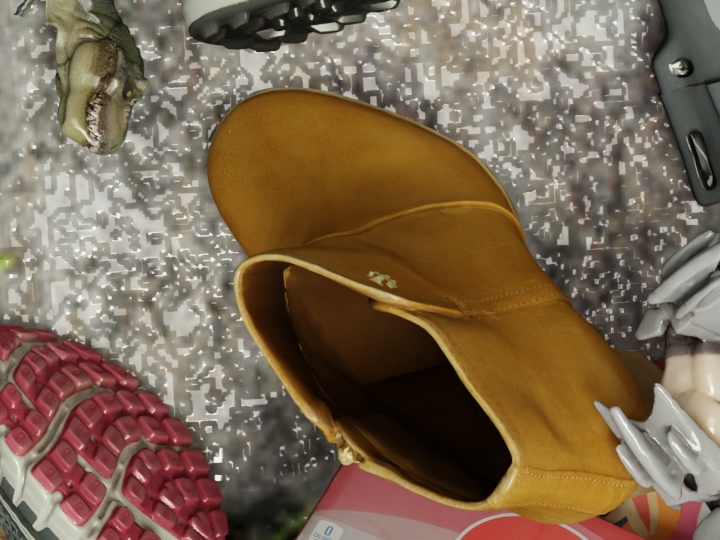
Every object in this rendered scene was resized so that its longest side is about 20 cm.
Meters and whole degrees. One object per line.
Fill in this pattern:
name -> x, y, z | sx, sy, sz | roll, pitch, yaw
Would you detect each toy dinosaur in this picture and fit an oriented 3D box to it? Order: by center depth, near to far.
toy dinosaur -> -0.109, -0.136, 0.916 | 0.088, 0.047, 0.202 | -2, 93, -21

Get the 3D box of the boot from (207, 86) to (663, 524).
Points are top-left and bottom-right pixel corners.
boot -> 0.000, 0.001, 0.851 | 0.201, 0.144, 0.071 | 38, 104, 27

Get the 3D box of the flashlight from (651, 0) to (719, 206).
flashlight -> 0.112, -0.127, 0.932 | 0.068, 0.068, 0.201 | -26, 99, -38

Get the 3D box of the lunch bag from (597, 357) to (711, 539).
lunch bag -> 0.163, 0.112, 0.941 | 0.175, 0.082, 0.201 | -16, 95, -5

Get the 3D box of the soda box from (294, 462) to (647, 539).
soda box -> 0.073, 0.121, 0.852 | 0.199, 0.064, 0.070 | 23, 47, 10

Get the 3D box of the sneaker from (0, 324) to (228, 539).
sneaker -> -0.075, 0.103, 0.913 | 0.075, 0.081, 0.200 | -40, 80, 27

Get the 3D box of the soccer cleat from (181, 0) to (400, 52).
soccer cleat -> 0.031, -0.126, 0.896 | 0.199, 0.068, 0.074 | -16, 80, 21

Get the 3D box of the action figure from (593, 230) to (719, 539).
action figure -> 0.132, 0.021, 0.837 | 0.130, 0.069, 0.201 | 51, 44, -30
